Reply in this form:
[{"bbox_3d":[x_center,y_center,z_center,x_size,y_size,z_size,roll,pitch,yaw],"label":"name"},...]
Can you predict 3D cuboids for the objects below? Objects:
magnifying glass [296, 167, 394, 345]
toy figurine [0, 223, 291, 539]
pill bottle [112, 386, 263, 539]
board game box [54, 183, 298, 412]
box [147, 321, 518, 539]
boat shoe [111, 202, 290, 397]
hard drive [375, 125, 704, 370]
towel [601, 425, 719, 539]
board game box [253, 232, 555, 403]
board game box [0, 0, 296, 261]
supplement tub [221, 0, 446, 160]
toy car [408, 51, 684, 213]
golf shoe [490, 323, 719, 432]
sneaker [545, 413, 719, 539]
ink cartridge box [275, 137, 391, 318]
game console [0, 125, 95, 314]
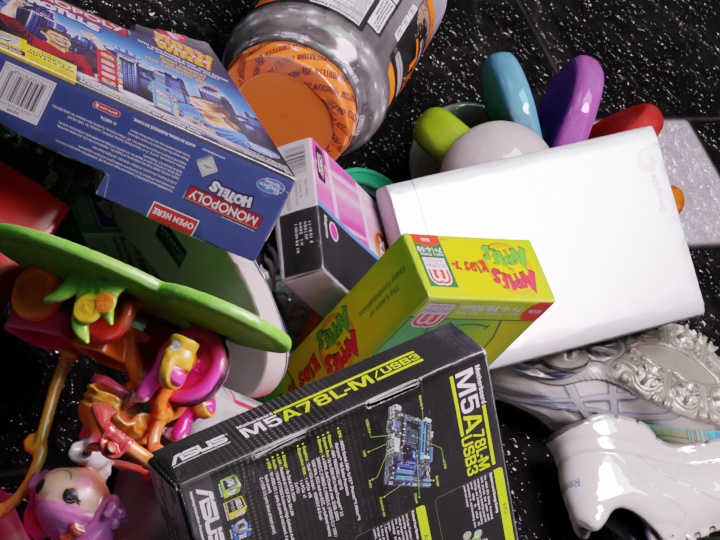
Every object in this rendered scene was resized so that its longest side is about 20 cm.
[{"bbox_3d":[-0.008,0.000,1.717,0.080,0.022,0.200,35,38,-10],"label":"magnifying glass"},{"bbox_3d":[-0.155,0.093,1.393,0.150,0.200,0.184,38,71,-55],"label":"toy figurine"},{"bbox_3d":[-0.038,0.148,1.488,0.200,0.112,0.112,24,43,-21],"label":"pill bottle"},{"bbox_3d":[-0.124,-0.002,1.615,0.134,0.029,0.200,-1,56,-41],"label":"board game box"},{"bbox_3d":[-0.006,0.153,1.402,0.193,0.200,0.048,-25,32,-21],"label":"box"},{"bbox_3d":[-0.073,0.000,1.558,0.093,0.075,0.200,4,41,-41],"label":"boat shoe"},{"bbox_3d":[0.120,-0.011,1.650,0.200,0.027,0.132,-13,85,-22],"label":"hard drive"},{"bbox_3d":[0.236,0.146,1.787,0.200,0.022,0.147,6,51,-36],"label":"towel"},{"bbox_3d":[0.019,0.054,1.548,0.101,0.200,0.048,2,54,-38],"label":"board game box"},{"bbox_3d":[-0.146,-0.104,1.527,0.200,0.062,0.200,24,17,-14],"label":"board game box"},{"bbox_3d":[-0.022,-0.160,1.764,0.122,0.123,0.200,37,41,-7],"label":"supplement tub"},{"bbox_3d":[0.138,-0.076,1.763,0.200,0.150,0.175,32,4,-12],"label":"toy car"},{"bbox_3d":[0.166,0.075,1.721,0.200,0.097,0.078,18,48,-12],"label":"golf shoe"},{"bbox_3d":[0.215,0.157,1.708,0.200,0.075,0.087,10,62,-22],"label":"sneaker"},{"bbox_3d":[0.000,0.000,1.618,0.200,0.037,0.095,46,33,-57],"label":"ink cartridge box"},{"bbox_3d":[-0.270,-0.068,1.535,0.200,0.119,0.172,32,11,0],"label":"game console"}]
